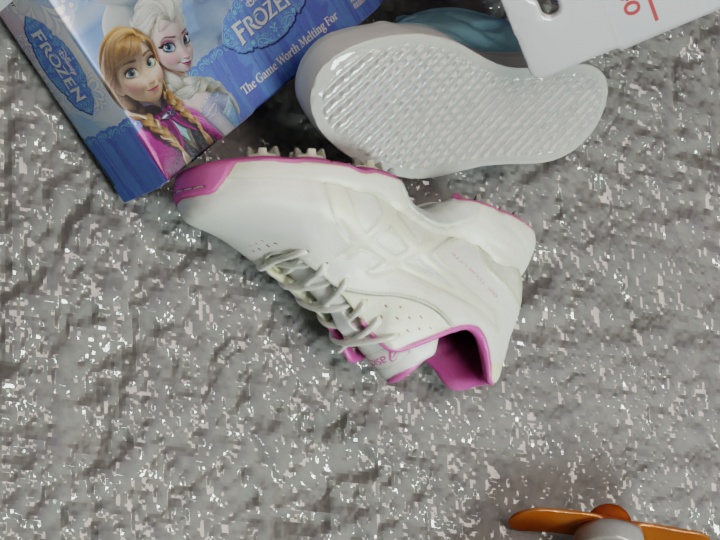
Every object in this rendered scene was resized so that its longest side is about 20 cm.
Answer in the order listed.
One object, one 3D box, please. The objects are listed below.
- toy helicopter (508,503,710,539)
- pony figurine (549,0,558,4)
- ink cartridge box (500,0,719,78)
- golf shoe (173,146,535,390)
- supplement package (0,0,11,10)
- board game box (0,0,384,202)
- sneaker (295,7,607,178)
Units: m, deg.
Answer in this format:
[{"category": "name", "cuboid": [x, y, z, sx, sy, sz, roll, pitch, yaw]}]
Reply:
[{"category": "toy helicopter", "cuboid": [0.145, 0.170, 1.471, 0.200, 0.079, 0.133, -5, 71, -50]}, {"category": "pony figurine", "cuboid": [0.094, -0.210, 1.467, 0.199, 0.193, 0.167, 6, 72, -16]}, {"category": "ink cartridge box", "cuboid": [0.149, -0.181, 1.379, 0.116, 0.199, 0.067, 64, 6, -45]}, {"category": "golf shoe", "cuboid": [0.000, 0.000, 1.389, 0.199, 0.075, 0.092, 15, 72, -34]}, {"category": "supplement package", "cuboid": [-0.180, -0.207, 1.225, 0.113, 0.109, 0.201, 19, 61, -27]}, {"category": "board game box", "cuboid": [-0.092, -0.168, 1.379, 0.200, 0.043, 0.199, -43, 104, -38]}, {"category": "sneaker", "cuboid": [0.028, -0.091, 1.438, 0.200, 0.082, 0.074, 5, 111, -49]}]
